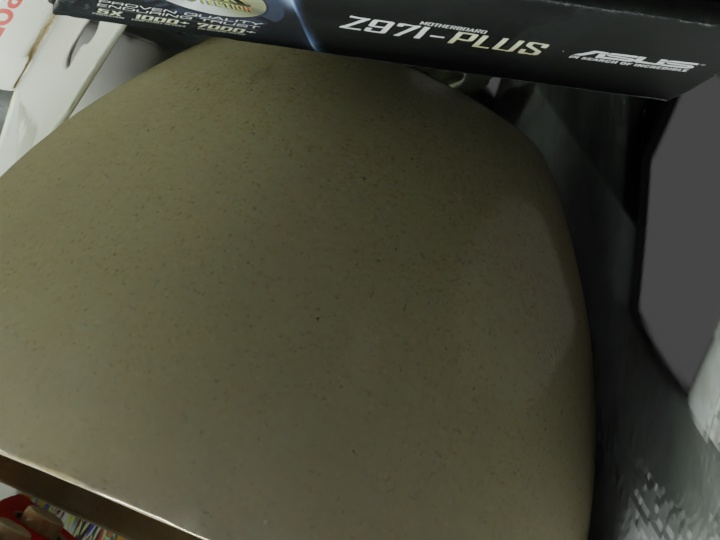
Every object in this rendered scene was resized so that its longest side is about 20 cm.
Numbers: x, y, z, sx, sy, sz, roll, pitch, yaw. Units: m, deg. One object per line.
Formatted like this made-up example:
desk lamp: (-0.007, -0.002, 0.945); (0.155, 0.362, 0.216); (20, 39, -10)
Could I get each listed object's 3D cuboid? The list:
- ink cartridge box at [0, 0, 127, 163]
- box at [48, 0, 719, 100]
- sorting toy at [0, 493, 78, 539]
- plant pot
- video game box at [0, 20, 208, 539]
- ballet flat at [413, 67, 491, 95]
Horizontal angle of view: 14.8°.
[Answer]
ink cartridge box: (-0.106, -0.135, 0.776); (0.116, 0.067, 0.200); (-53, 34, 40)
box: (0.019, -0.154, 0.667); (0.086, 0.164, 0.200); (146, 131, -75)
sorting toy: (-0.051, 0.131, 0.736); (0.070, 0.200, 0.199); (-60, 24, 4)
plant pot: (-0.018, 0.014, 0.733); (0.135, 0.200, 0.200); (-66, 9, -8)
video game box: (-0.087, 0.014, 0.896); (0.182, 0.047, 0.200); (-17, -54, -76)
ballet flat: (0.032, -0.097, 0.853); (0.200, 0.074, 0.074); (118, 156, -64)
